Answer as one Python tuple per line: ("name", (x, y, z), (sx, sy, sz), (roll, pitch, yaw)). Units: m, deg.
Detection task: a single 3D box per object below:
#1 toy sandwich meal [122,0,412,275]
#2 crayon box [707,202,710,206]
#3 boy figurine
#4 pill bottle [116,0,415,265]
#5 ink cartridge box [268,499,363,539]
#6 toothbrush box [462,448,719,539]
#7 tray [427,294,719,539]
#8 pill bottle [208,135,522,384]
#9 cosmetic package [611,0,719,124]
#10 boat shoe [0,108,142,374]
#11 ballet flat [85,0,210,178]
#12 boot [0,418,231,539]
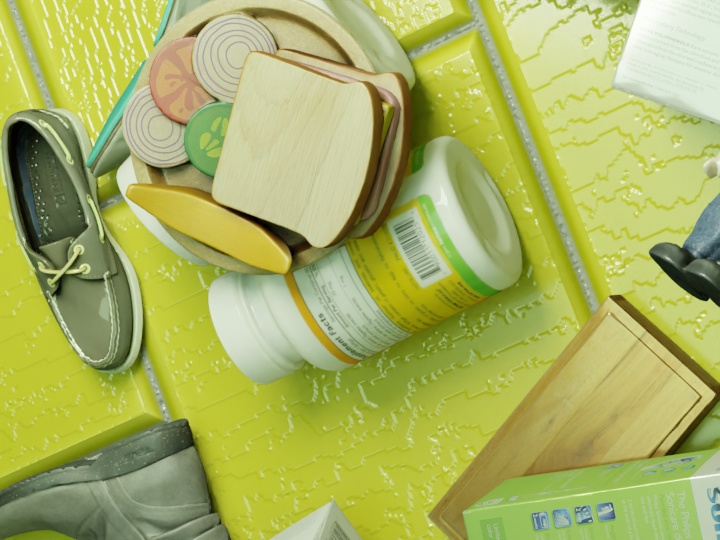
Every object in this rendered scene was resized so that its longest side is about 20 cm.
("toy sandwich meal", (-0.067, -0.085, 1.550), (0.204, 0.070, 0.207), (2, 95, 18))
("crayon box", (0.341, 0.013, 1.515), (0.199, 0.058, 0.174), (-17, 85, 21))
("boy figurine", (0.271, -0.063, 1.474), (0.200, 0.064, 0.124), (-52, 40, -4))
("pill bottle", (-0.068, -0.103, 1.647), (0.200, 0.114, 0.114), (-43, 77, 17))
("ink cartridge box", (-0.053, 0.291, 1.656), (0.199, 0.084, 0.176), (-33, 99, 19))
("toothbrush box", (0.182, 0.200, 1.528), (0.199, 0.086, 0.147), (-12, 95, 26))
("tray", (0.144, 0.124, 1.610), (0.099, 0.037, 0.200), (42, 106, 16))
("pill bottle", (0.000, 0.000, 1.624), (0.199, 0.111, 0.112), (-27, 82, 20))
("cosmetic package", (0.241, -0.197, 1.525), (0.084, 0.108, 0.201), (20, 97, 19))
("boat shoe", (-0.215, -0.021, 1.736), (0.072, 0.060, 0.203), (-19, 84, 21))
("ballet flat", (-0.129, -0.144, 1.700), (0.063, 0.067, 0.201), (25, 104, -8))
("boot", (-0.186, 0.200, 1.730), (0.199, 0.070, 0.132), (-22, 89, 25))
